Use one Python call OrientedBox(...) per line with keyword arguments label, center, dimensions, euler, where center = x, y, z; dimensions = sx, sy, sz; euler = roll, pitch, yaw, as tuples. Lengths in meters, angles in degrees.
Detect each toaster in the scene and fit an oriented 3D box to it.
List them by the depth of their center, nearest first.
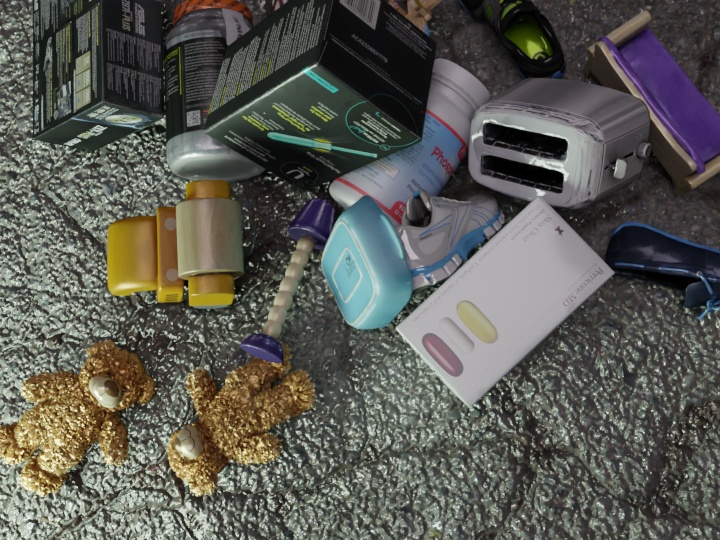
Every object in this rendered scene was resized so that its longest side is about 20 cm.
OrientedBox(label="toaster", center=(0.205, -0.142, 0.892), dimensions=(0.200, 0.129, 0.114), euler=(21, 123, 31))

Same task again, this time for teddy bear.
OrientedBox(label="teddy bear", center=(-0.145, 0.167, 0.953), dimensions=(0.199, 0.067, 0.145), euler=(-24, 76, 3))
OrientedBox(label="teddy bear", center=(-0.341, 0.177, 0.970), dimensions=(0.199, 0.067, 0.145), euler=(-25, 81, 3))

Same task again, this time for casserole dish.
OrientedBox(label="casserole dish", center=(0.000, 0.000, 0.891), dimensions=(0.039, 0.200, 0.121), euler=(-21, 77, -20))

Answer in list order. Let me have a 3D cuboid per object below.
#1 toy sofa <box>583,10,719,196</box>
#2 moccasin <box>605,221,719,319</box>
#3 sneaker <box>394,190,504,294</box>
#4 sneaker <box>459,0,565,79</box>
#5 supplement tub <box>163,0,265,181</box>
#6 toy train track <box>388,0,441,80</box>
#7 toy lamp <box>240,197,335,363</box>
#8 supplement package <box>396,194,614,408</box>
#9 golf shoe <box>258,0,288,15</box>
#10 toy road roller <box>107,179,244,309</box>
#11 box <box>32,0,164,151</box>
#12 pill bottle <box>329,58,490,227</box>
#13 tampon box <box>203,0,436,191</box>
OrientedBox(label="toy sofa", center=(0.345, -0.191, 0.925), dimensions=(0.083, 0.098, 0.200), euler=(-33, 78, 1))
OrientedBox(label="moccasin", center=(0.368, 0.015, 0.904), dimensions=(0.199, 0.081, 0.068), euler=(21, 70, 23))
OrientedBox(label="sneaker", center=(0.093, -0.057, 0.897), dimensions=(0.075, 0.200, 0.087), euler=(-20, 103, 38))
OrientedBox(label="sneaker", center=(0.180, -0.309, 0.974), dimensions=(0.071, 0.083, 0.200), euler=(-34, 78, 1))
OrientedBox(label="supplement tub", center=(-0.175, -0.216, 0.989), dimensions=(0.122, 0.123, 0.201), euler=(-5, 81, 7))
OrientedBox(label="toy train track", center=(0.060, -0.284, 0.958), dimensions=(0.115, 0.032, 0.201), euler=(-35, 38, 33))
OrientedBox(label="toy lamp", center=(-0.079, 0.008, 0.960), dimensions=(0.058, 0.058, 0.201), euler=(18, 71, 10))
OrientedBox(label="supplement package", center=(0.150, 0.039, 0.884), dimensions=(0.200, 0.156, 0.111), euler=(-43, 81, -1))
OrientedBox(label="golf shoe", center=(-0.080, -0.319, 1.028), dimensions=(0.088, 0.077, 0.201), euler=(-7, 76, 26))
OrientedBox(label="toy road roller", center=(-0.213, -0.020, 0.927), dimensions=(0.145, 0.200, 0.123), euler=(-2, 80, -15))
OrientedBox(label="box", center=(-0.323, -0.267, 1.000), dimensions=(0.163, 0.086, 0.201), euler=(-13, 77, 40))
OrientedBox(label="pill bottle", center=(0.061, -0.140, 0.951), dimensions=(0.109, 0.109, 0.200), euler=(35, 88, 12))
OrientedBox(label="tampon box", center=(-0.044, -0.196, 0.883), dimensions=(0.200, 0.150, 0.127), euler=(-16, 54, 46))
